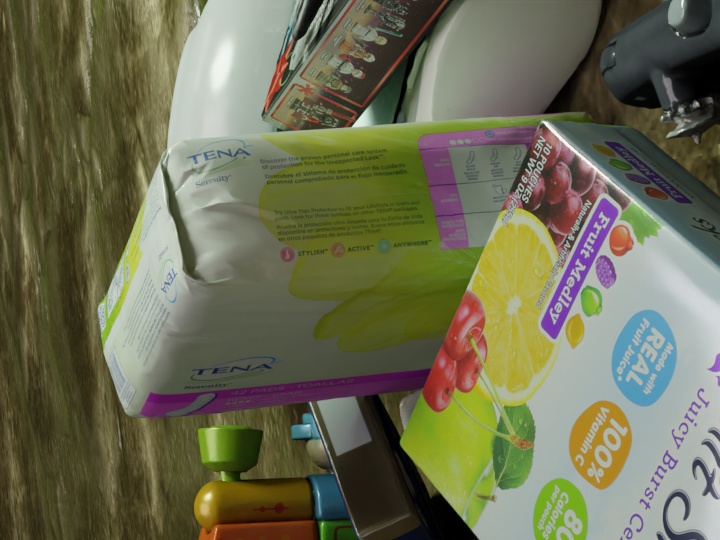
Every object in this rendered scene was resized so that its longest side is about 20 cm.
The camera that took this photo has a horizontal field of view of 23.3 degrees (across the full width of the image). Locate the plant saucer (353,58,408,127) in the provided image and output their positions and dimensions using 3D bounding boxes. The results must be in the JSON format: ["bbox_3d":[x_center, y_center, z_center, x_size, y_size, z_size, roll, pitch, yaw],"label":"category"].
[{"bbox_3d":[-0.015,-0.067,0.888,0.201,0.038,0.203,-164,90,-83],"label":"plant saucer"}]

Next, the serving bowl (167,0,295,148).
[{"bbox_3d":[-0.071,-0.089,0.995,0.200,0.065,0.203,9,-90,-88],"label":"serving bowl"}]

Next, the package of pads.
[{"bbox_3d":[0.000,0.000,0.730,0.155,0.198,0.069,123,136,-59],"label":"package of pads"}]

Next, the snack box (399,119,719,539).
[{"bbox_3d":[0.105,0.060,0.572,0.200,0.053,0.143,48,126,42],"label":"snack box"}]

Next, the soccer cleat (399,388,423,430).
[{"bbox_3d":[0.077,0.054,0.694,0.200,0.085,0.071,143,120,-67],"label":"soccer cleat"}]

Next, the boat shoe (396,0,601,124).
[{"bbox_3d":[0.053,-0.092,0.772,0.201,0.071,0.069,98,159,-54],"label":"boat shoe"}]

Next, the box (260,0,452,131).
[{"bbox_3d":[0.026,-0.159,0.736,0.200,0.040,0.138,-48,24,51],"label":"box"}]

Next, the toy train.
[{"bbox_3d":[-0.078,0.140,0.989,0.085,0.198,0.117,159,110,-69],"label":"toy train"}]

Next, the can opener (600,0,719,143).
[{"bbox_3d":[0.136,-0.086,0.533,0.200,0.063,0.080,167,98,-70],"label":"can opener"}]

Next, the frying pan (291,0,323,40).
[{"bbox_3d":[0.005,-0.197,0.744,0.191,0.031,0.115,-59,14,13],"label":"frying pan"}]

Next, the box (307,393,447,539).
[{"bbox_3d":[0.023,0.128,0.860,0.201,0.032,0.122,66,-179,-48],"label":"box"}]

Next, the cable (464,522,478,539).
[{"bbox_3d":[0.081,0.170,0.811,0.098,0.050,0.201,82,-179,-47],"label":"cable"}]
